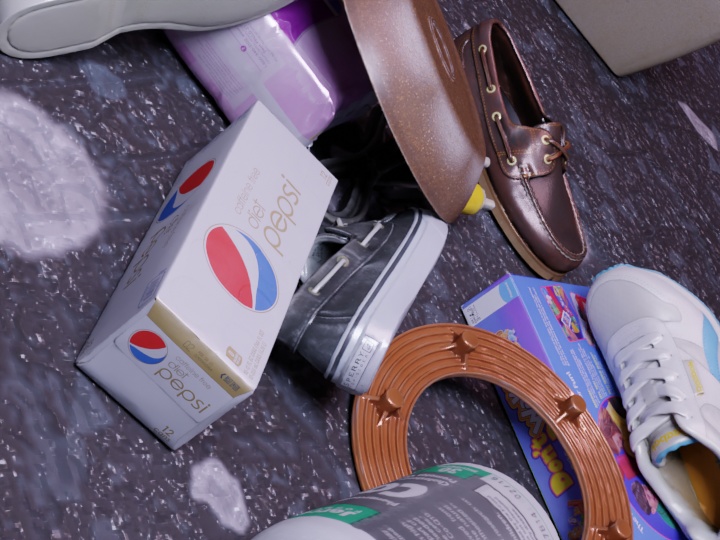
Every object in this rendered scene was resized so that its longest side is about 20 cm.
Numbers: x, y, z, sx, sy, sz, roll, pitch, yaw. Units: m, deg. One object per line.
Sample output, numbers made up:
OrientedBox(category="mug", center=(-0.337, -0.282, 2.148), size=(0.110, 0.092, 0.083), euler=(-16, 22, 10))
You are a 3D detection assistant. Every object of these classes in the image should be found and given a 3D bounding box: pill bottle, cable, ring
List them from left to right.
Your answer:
OrientedBox(category="pill bottle", center=(0.005, 0.158, 0.714), size=(0.199, 0.113, 0.114), euler=(-8, 66, -58))
OrientedBox(category="cable", center=(0.018, -0.074, 1.033), size=(0.199, 0.050, 0.098), euler=(-9, 70, -59))
OrientedBox(category="ring", center=(0.083, 0.116, 0.918), size=(0.199, 0.019, 0.202), euler=(22, 46, -25))

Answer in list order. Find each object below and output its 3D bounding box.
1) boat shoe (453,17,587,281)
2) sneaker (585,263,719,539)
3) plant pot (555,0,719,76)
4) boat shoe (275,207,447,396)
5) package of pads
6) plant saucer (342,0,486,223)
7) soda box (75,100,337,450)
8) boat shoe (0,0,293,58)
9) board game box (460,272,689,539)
OrientedBox(category="boat shoe", center=(0.118, -0.092, 1.180), size=(0.070, 0.070, 0.201), euler=(-6, 66, -58))
OrientedBox(category="sneaker", center=(0.203, 0.084, 1.023), size=(0.080, 0.076, 0.201), euler=(-4, 60, -54))
OrientedBox(category="plant pot", center=(0.284, -0.304, 1.525), size=(0.200, 0.177, 0.200), euler=(49, 30, -8))
OrientedBox(category="boat shoe", center=(0.000, 0.000, 0.911), size=(0.071, 0.072, 0.200), euler=(30, 21, 0))
OrientedBox(category="package of pads", center=(-0.070, -0.168, 0.979), size=(0.201, 0.075, 0.120), euler=(53, 28, -2))
OrientedBox(category="plant saucer", center=(0.035, -0.129, 0.967), size=(0.200, 0.036, 0.202), euler=(-20, 90, -79))
OrientedBox(category="soda box", center=(-0.073, -0.004, 0.819), size=(0.068, 0.064, 0.201), euler=(44, 32, -17))
OrientedBox(category="boat shoe", center=(-0.111, -0.167, 0.866), size=(0.200, 0.072, 0.061), euler=(-15, 68, -28))
OrientedBox(category="board game box", center=(0.156, 0.104, 1.055), size=(0.134, 0.045, 0.201), euler=(9, 52, -52))
